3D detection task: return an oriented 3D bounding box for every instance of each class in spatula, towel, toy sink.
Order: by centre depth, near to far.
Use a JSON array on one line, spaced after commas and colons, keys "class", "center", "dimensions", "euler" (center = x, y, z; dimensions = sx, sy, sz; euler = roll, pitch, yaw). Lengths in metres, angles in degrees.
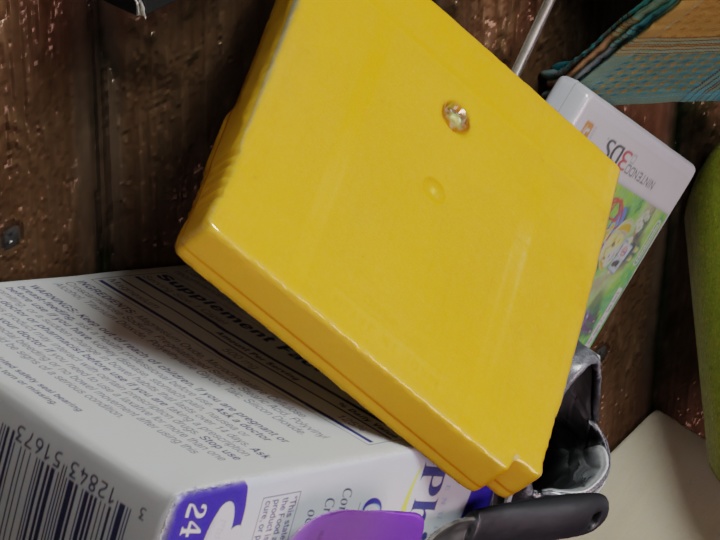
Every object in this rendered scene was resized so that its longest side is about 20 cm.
[{"class": "spatula", "center": [0.037, 0.107, 1.181], "dimensions": [0.200, 0.021, 0.057], "euler": [-9, 127, -50]}, {"class": "towel", "center": [0.190, -0.121, 1.374], "dimensions": [0.146, 0.022, 0.200], "euler": [-3, 163, -27]}, {"class": "toy sink", "center": [0.152, 0.201, 1.619], "dimensions": [0.200, 0.130, 0.112], "euler": [-44, 143, -20]}]

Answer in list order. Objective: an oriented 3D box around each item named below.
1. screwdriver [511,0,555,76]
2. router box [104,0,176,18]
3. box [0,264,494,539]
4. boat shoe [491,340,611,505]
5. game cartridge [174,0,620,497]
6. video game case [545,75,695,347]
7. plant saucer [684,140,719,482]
[{"class": "screwdriver", "center": [0.051, -0.054, 1.395], "dimensions": [0.028, 0.029, 0.201], "euler": [7, 107, -52]}, {"class": "router box", "center": [-0.033, -0.204, 1.140], "dimensions": [0.200, 0.062, 0.150], "euler": [-29, 137, -34]}, {"class": "box", "center": [-0.078, 0.083, 1.200], "dimensions": [0.200, 0.184, 0.105], "euler": [-6, 118, -48]}, {"class": "boat shoe", "center": [0.088, 0.091, 1.446], "dimensions": [0.072, 0.068, 0.200], "euler": [-43, 152, -30]}, {"class": "game cartridge", "center": [0.020, -0.025, 1.206], "dimensions": [0.176, 0.032, 0.200], "euler": [40, 42, -19]}, {"class": "video game case", "center": [0.082, 0.014, 1.455], "dimensions": [0.200, 0.022, 0.182], "euler": [-59, 156, 3]}, {"class": "plant saucer", "center": [0.236, 0.037, 1.603], "dimensions": [0.199, 0.048, 0.201], "euler": [6, 76, -52]}]
